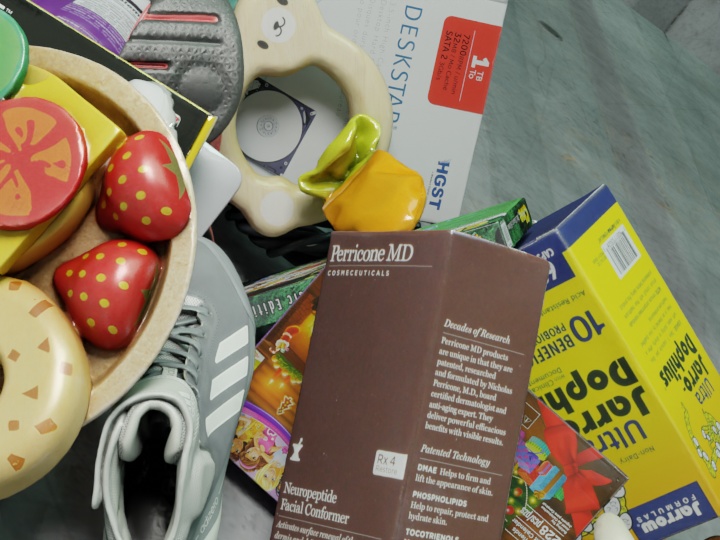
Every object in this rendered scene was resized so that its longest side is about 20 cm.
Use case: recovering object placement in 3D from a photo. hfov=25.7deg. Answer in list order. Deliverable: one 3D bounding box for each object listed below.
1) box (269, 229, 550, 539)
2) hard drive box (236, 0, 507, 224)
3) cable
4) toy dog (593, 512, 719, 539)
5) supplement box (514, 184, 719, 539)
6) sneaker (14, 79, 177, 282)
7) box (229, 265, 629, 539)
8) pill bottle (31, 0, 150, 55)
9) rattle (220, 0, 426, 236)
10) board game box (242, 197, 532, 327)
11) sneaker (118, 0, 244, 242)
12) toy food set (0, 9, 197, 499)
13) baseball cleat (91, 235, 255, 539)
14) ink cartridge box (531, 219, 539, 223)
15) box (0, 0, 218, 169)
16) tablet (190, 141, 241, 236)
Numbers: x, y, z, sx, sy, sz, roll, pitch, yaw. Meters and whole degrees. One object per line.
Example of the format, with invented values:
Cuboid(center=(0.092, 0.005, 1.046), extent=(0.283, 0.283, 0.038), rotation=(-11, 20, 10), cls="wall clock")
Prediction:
Cuboid(center=(0.021, 0.083, 0.780), extent=(0.075, 0.200, 0.100), rotation=(19, -11, -36), cls="box")
Cuboid(center=(-0.022, -0.125, 1.034), extent=(0.200, 0.156, 0.077), rotation=(10, 8, -12), cls="hard drive box")
Cuboid(center=(-0.024, -0.035, 1.096), extent=(0.163, 0.051, 0.200), rotation=(27, 12, 11), cls="cable")
Cuboid(center=(0.179, 0.221, 0.889), extent=(0.194, 0.140, 0.200), rotation=(49, 10, 5), cls="toy dog")
Cuboid(center=(0.146, 0.066, 0.993), extent=(0.200, 0.109, 0.110), rotation=(58, 31, -3), cls="supplement box")
Cuboid(center=(-0.147, -0.007, 0.752), extent=(0.087, 0.200, 0.075), rotation=(25, -15, -8), cls="sneaker")
Cuboid(center=(0.026, 0.097, 0.864), extent=(0.200, 0.137, 0.039), rotation=(41, 0, 4), cls="box")
Cuboid(center=(-0.183, -0.120, 0.985), extent=(0.111, 0.111, 0.200), rotation=(37, 22, -6), cls="pill bottle")
Cuboid(center=(-0.046, -0.115, 0.921), extent=(0.143, 0.130, 0.200), rotation=(-91, 166, -74), cls="rattle")
Cuboid(center=(0.000, 0.000, 0.946), extent=(0.105, 0.200, 0.024), rotation=(-29, 102, -73), cls="board game box")
Cuboid(center=(-0.117, -0.069, 0.919), extent=(0.074, 0.200, 0.087), rotation=(7, 4, -16), cls="sneaker")
Cuboid(center=(-0.172, -0.012, 0.704), extent=(0.198, 0.200, 0.049), rotation=(38, -5, 18), cls="toy food set")
Cuboid(center=(-0.085, 0.055, 0.745), extent=(0.070, 0.106, 0.200), rotation=(0, 60, -3), cls="baseball cleat")
Cuboid(center=(0.114, 0.016, 1.189), extent=(0.116, 0.067, 0.200), rotation=(32, -8, -18), cls="ink cartridge box")
Cuboid(center=(-0.197, -0.060, 0.793), extent=(0.200, 0.160, 0.049), rotation=(32, -11, -20), cls="box")
Cuboid(center=(-0.179, -0.062, 0.863), extent=(0.200, 0.130, 0.014), rotation=(38, 4, -4), cls="tablet")
